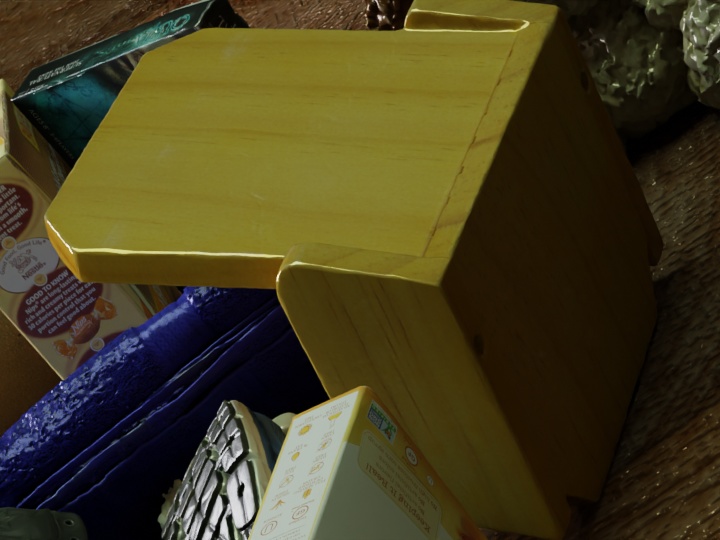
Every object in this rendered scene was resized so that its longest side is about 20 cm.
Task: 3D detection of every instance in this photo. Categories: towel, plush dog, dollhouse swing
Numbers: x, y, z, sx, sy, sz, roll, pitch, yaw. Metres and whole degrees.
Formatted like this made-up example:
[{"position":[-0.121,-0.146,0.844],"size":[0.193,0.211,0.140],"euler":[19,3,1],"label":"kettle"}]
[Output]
[{"position":[-0.064,0.067,1.292],"size":[0.200,0.148,0.050],"euler":[-37,56,3],"label":"towel"},{"position":[0.098,-0.140,1.374],"size":[0.200,0.172,0.161],"euler":[-32,22,17],"label":"plush dog"},{"position":[0.000,0.000,1.190],"size":[0.175,0.182,0.200],"euler":[-12,31,26],"label":"dollhouse swing"}]

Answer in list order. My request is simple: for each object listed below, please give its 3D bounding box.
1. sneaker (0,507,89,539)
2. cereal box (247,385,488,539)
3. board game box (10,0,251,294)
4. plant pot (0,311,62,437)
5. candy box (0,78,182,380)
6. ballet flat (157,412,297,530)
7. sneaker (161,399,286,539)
[{"position":[-0.119,0.138,1.191],"size":[0.199,0.060,0.104],"euler":[6,35,6],"label":"sneaker"},{"position":[0.009,0.153,0.968],"size":[0.039,0.144,0.200],"euler":[-25,25,27],"label":"cereal box"},{"position":[-0.055,-0.033,1.364],"size":[0.135,0.200,0.028],"euler":[-17,33,43],"label":"board game box"},{"position":[-0.227,0.033,1.568],"size":[0.200,0.187,0.186],"euler":[-27,20,-8],"label":"plant pot"},{"position":[-0.128,0.013,1.387],"size":[0.055,0.200,0.115],"euler":[-36,22,6],"label":"candy box"},{"position":[-0.003,0.082,1.238],"size":[0.200,0.072,0.072],"euler":[-30,23,19],"label":"ballet flat"},{"position":[-0.015,0.122,1.143],"size":[0.079,0.089,0.200],"euler":[-62,33,17],"label":"sneaker"}]
